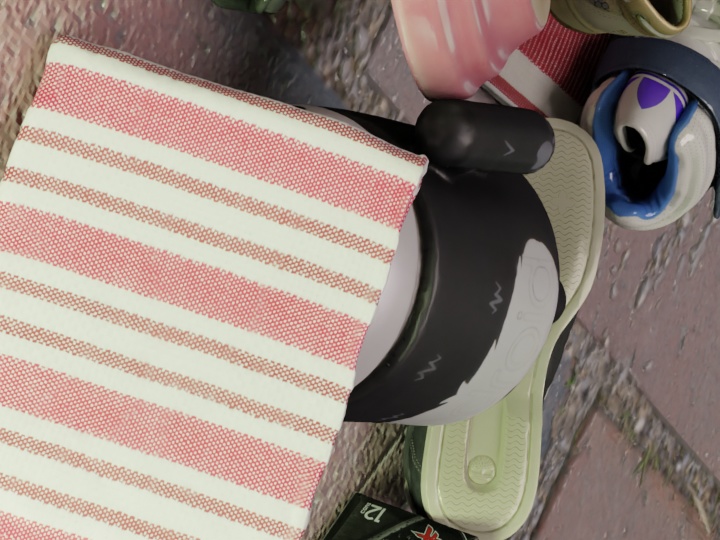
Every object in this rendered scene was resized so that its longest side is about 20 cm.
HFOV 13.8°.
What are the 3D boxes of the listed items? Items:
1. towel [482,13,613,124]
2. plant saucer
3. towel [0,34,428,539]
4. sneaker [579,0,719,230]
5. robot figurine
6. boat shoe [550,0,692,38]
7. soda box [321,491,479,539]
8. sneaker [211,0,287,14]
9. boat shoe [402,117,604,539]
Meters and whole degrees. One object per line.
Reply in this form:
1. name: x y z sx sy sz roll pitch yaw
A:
1. towel: 0.102 -0.168 1.383 0.144 0.023 0.200 32 79 -62
2. plant saucer: 0.041 -0.167 1.162 0.201 0.051 0.201 -5 90 -80
3. towel: -0.075 0.028 1.080 0.030 0.146 0.200 142 -33 -86
4. sneaker: 0.161 -0.112 1.406 0.146 0.081 0.200 -55 165 -59
5. robot figurine: 0.000 -0.002 1.192 0.200 0.125 0.150 8 95 -57
6. boat shoe: 0.099 -0.194 1.283 0.073 0.063 0.200 -36 120 -27
7. soda box: 0.029 0.197 1.399 0.063 0.071 0.200 -52 145 -31
8. sneaker: -0.048 -0.157 1.076 0.086 0.080 0.200 -62 148 -15
9. boat shoe: 0.062 0.026 1.387 0.068 0.072 0.200 172 -67 -80
